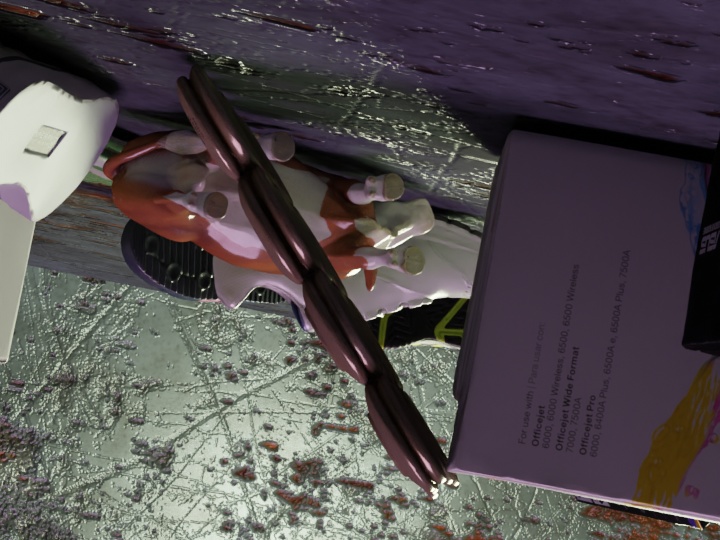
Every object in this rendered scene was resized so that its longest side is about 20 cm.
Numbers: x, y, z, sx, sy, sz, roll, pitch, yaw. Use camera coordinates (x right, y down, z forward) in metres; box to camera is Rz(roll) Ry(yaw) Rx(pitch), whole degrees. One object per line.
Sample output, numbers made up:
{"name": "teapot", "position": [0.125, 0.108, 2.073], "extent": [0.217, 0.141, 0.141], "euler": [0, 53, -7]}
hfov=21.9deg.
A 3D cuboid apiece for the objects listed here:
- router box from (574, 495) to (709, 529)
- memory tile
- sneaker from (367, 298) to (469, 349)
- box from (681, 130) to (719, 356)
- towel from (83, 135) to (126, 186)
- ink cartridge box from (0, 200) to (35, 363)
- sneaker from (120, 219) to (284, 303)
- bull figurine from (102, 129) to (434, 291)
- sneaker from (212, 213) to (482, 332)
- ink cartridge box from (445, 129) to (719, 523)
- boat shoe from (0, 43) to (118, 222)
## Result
{"name": "router box", "position": [0.293, 0.133, 1.613], "extent": [0.157, 0.200, 0.052], "euler": [5, 128, 56]}
{"name": "memory tile", "position": [-0.017, 0.010, 0.804], "extent": [0.017, 0.201, 0.153], "euler": [-32, 172, 1]}
{"name": "sneaker", "position": [0.041, 0.038, 1.655], "extent": [0.198, 0.076, 0.076], "euler": [13, 175, -12]}
{"name": "box", "position": [0.222, 0.001, 0.598], "extent": [0.198, 0.087, 0.164], "euler": [11, 177, -3]}
{"name": "towel", "position": [-0.223, -0.082, 1.066], "extent": [0.199, 0.024, 0.152], "euler": [11, 175, 24]}
{"name": "ink cartridge box", "position": [-0.356, -0.010, 1.492], "extent": [0.199, 0.147, 0.084], "euler": [7, 175, 45]}
{"name": "sneaker", "position": [-0.140, -0.007, 1.522], "extent": [0.082, 0.071, 0.199], "euler": [4, 171, 37]}
{"name": "bull figurine", "position": [-0.035, -0.031, 0.980], "extent": [0.199, 0.066, 0.121], "euler": [10, 173, -29]}
{"name": "sneaker", "position": [0.000, 0.000, 1.151], "extent": [0.198, 0.088, 0.074], "euler": [10, 174, -9]}
{"name": "ink cartridge box", "position": [0.144, 0.033, 0.809], "extent": [0.198, 0.146, 0.147], "euler": [10, 177, 3]}
{"name": "boat shoe", "position": [-0.163, -0.071, 0.828], "extent": [0.070, 0.071, 0.200], "euler": [37, -178, 5]}
